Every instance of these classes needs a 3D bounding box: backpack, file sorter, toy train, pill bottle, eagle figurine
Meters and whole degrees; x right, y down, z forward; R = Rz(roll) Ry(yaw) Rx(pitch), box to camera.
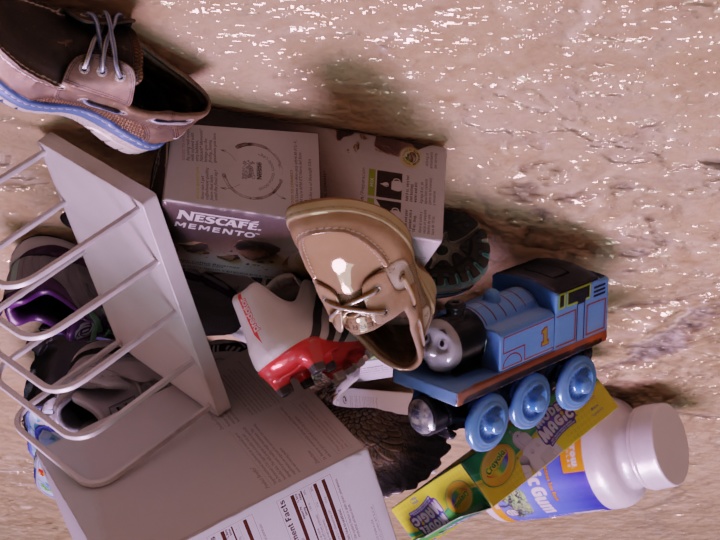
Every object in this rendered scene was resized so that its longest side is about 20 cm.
[{"bbox_3d":[-0.240,0.155,1.628,0.183,0.147,0.200,9,159,-7],"label":"backpack"},{"bbox_3d":[-0.204,0.032,1.204,0.139,0.124,0.200,29,144,43],"label":"file sorter"},{"bbox_3d":[0.112,0.063,1.308,0.200,0.114,0.087,-18,-156,-40],"label":"toy train"},{"bbox_3d":[0.219,0.186,1.674,0.200,0.112,0.112,-14,151,34],"label":"pill bottle"},{"bbox_3d":[-0.035,0.109,1.426,0.152,0.151,0.200,36,154,-28],"label":"eagle figurine"}]

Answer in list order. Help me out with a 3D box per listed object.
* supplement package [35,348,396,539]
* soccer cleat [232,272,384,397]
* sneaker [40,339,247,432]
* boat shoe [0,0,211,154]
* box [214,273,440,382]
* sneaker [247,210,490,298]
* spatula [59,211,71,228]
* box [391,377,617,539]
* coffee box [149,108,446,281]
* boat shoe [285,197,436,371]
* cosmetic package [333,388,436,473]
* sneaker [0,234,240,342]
[{"bbox_3d":[-0.103,0.188,1.251,0.200,0.191,0.147,-26,121,-15],"label":"supplement package"},{"bbox_3d":[-0.033,0.040,1.240,0.069,0.085,0.200,-34,171,20],"label":"soccer cleat"},{"bbox_3d":[-0.157,0.106,1.352,0.200,0.075,0.115,3,-161,14],"label":"sneaker"},{"bbox_3d":[-0.171,-0.134,1.056,0.072,0.072,0.200,-16,160,28],"label":"boat shoe"},{"bbox_3d":[-0.022,0.045,1.474,0.156,0.041,0.200,-11,152,30],"label":"box"},{"bbox_3d":[0.000,0.000,1.323,0.200,0.078,0.086,3,160,1],"label":"sneaker"},{"bbox_3d":[-0.142,-0.019,1.340,0.200,0.057,0.021,12,122,-4],"label":"spatula"},{"bbox_3d":[0.111,0.161,1.379,0.200,0.048,0.117,-34,175,-40],"label":"box"},{"bbox_3d":[-0.050,-0.048,1.210,0.200,0.080,0.113,8,156,-12],"label":"coffee box"},{"bbox_3d":[0.007,0.011,1.157,0.071,0.065,0.200,-8,154,22],"label":"boat shoe"},{"bbox_3d":[-0.016,0.157,1.613,0.108,0.085,0.200,-7,170,30],"label":"cosmetic package"},{"bbox_3d":[-0.198,0.038,1.378,0.200,0.088,0.074,12,134,-1],"label":"sneaker"}]
